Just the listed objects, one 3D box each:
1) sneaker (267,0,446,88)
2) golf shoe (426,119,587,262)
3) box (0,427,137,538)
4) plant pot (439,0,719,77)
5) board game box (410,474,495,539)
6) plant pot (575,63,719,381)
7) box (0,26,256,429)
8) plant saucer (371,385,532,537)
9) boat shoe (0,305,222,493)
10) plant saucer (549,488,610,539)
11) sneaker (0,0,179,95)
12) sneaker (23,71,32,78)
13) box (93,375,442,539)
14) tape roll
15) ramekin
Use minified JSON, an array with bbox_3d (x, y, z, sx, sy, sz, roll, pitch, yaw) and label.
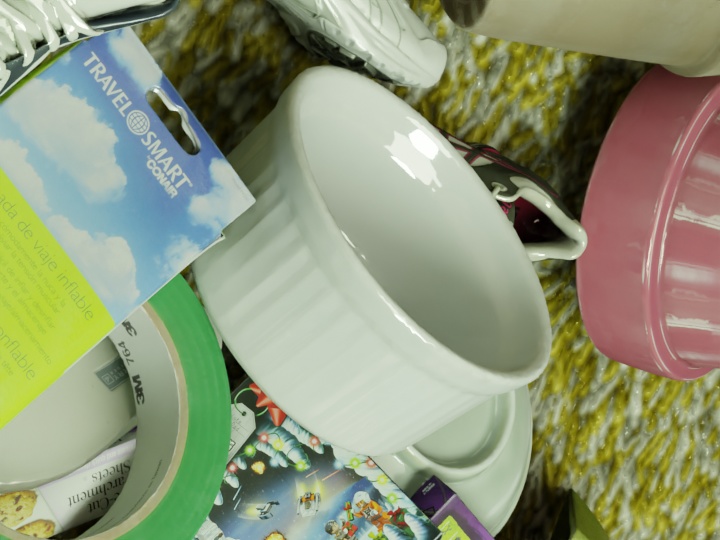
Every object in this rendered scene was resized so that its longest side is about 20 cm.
[{"bbox_3d":[-0.010,-0.174,1.372,0.200,0.078,0.100,35,79,-40],"label":"sneaker"},{"bbox_3d":[0.045,-0.050,1.449,0.199,0.088,0.078,12,100,-38],"label":"golf shoe"},{"bbox_3d":[-0.197,0.128,1.352,0.199,0.039,0.042,-19,118,-32],"label":"box"},{"bbox_3d":[0.133,-0.201,1.417,0.173,0.200,0.201,-9,112,-18],"label":"plant pot"},{"bbox_3d":[0.005,0.222,1.419,0.200,0.032,0.120,-45,129,-7],"label":"board game box"},{"bbox_3d":[0.255,-0.019,1.525,0.200,0.178,0.201,-30,128,-49],"label":"plant pot"},{"bbox_3d":[-0.156,-0.019,1.200,0.200,0.048,0.122,-43,102,-33],"label":"box"},{"bbox_3d":[0.036,0.071,1.449,0.199,0.050,0.201,14,68,-37],"label":"plant saucer"},{"bbox_3d":[-0.158,0.072,1.326,0.072,0.069,0.200,47,43,5],"label":"boat shoe"},{"bbox_3d":[0.117,0.246,1.545,0.048,0.200,0.201,20,93,4],"label":"plant saucer"},{"bbox_3d":[-0.150,-0.130,1.163,0.080,0.129,0.199,62,29,-16],"label":"sneaker"},{"bbox_3d":[-0.185,-0.064,1.287,0.200,0.078,0.080,34,98,-32],"label":"sneaker"},{"bbox_3d":[-0.072,0.164,1.355,0.200,0.137,0.040,-44,171,-8],"label":"box"},{"bbox_3d":[-0.160,0.067,1.235,0.200,0.048,0.202,9,73,-33],"label":"tape roll"},{"bbox_3d":[0.000,0.000,1.322,0.098,0.201,0.200,-37,135,24],"label":"ramekin"}]
